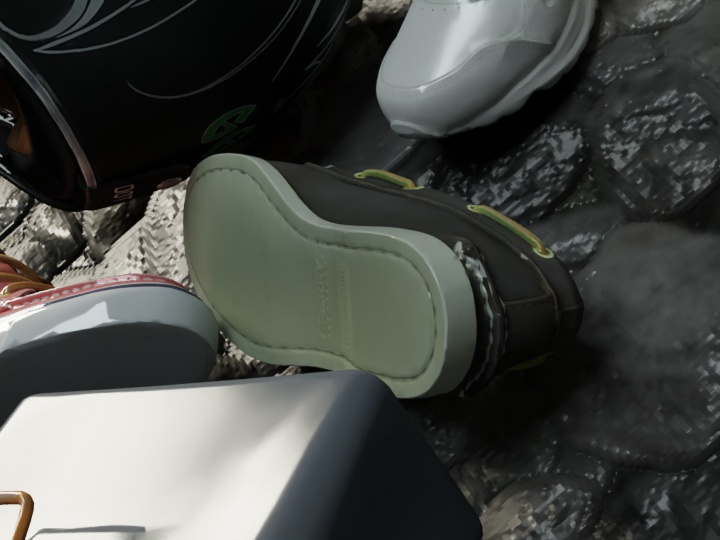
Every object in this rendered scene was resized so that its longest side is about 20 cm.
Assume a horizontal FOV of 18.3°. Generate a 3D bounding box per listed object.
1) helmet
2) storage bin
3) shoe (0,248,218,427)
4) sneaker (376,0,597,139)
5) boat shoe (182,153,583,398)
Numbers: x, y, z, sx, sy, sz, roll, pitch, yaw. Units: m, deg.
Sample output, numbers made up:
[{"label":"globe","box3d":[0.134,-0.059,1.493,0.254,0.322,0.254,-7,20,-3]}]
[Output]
[{"label":"helmet","box3d":[-0.095,-0.140,0.881,0.191,0.200,0.200,-45,38,-19]},{"label":"storage bin","box3d":[-0.067,0.102,0.697,0.200,0.146,0.134,-7,41,36]},{"label":"shoe","box3d":[-0.138,0.021,0.868,0.200,0.071,0.091,-22,49,30]},{"label":"sneaker","box3d":[0.051,-0.142,0.832,0.078,0.099,0.200,9,62,44]},{"label":"boat shoe","box3d":[0.000,0.000,0.783,0.201,0.060,0.072,24,117,57]}]
